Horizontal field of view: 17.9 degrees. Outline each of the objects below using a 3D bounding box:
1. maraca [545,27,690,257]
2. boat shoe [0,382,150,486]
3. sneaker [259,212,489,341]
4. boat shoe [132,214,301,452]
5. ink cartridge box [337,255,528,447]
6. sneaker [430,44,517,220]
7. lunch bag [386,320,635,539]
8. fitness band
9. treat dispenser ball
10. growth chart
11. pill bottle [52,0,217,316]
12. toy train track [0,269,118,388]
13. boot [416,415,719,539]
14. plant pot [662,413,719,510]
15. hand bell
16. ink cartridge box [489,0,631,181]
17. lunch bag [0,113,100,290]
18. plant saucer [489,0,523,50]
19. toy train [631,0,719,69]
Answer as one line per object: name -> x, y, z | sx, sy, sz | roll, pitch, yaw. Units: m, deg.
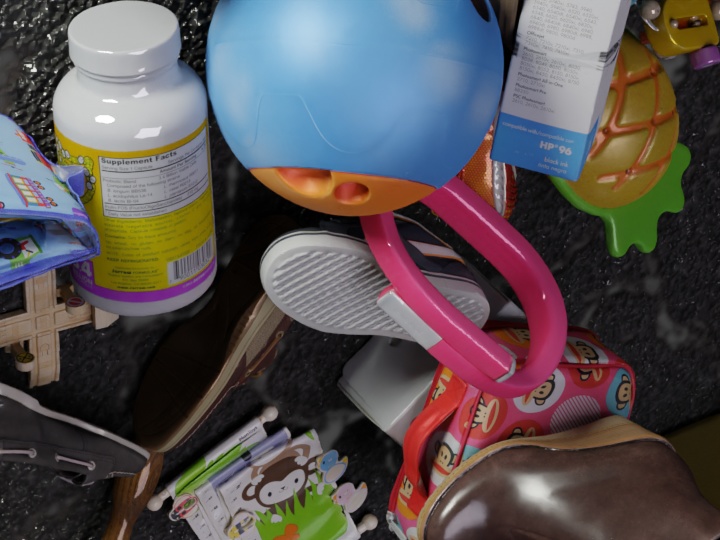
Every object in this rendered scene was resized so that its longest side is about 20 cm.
maraca -> 0.193, -0.101, 1.743 | 0.137, 0.107, 0.200 | -50, 127, -21
boat shoe -> -0.227, 0.125, 1.627 | 0.200, 0.067, 0.057 | 32, 75, -53
sneaker -> 0.000, 0.000, 1.664 | 0.200, 0.080, 0.079 | 17, 122, -39
boat shoe -> -0.090, 0.056, 1.692 | 0.072, 0.072, 0.200 | 33, 90, -45
ink cartridge box -> 0.098, 0.103, 1.838 | 0.145, 0.085, 0.200 | -47, 132, 1
sneaker -> 0.077, -0.127, 1.681 | 0.077, 0.073, 0.201 | 5, 108, 11
lunch bag -> 0.106, 0.138, 1.754 | 0.176, 0.082, 0.201 | 4, 116, -34
fitness band -> 0.074, 0.003, 1.638 | 0.200, 0.144, 0.037 | 42, 129, -20
treat dispenser ball -> -0.004, -0.137, 1.529 | 0.200, 0.201, 0.202 | -17, 128, -24
growth chart -> -0.072, 0.189, 1.827 | 0.145, 0.018, 0.200 | -41, 134, -5
pill bottle -> -0.152, -0.076, 1.536 | 0.104, 0.104, 0.201 | -18, 127, -24
toy train track -> -0.259, 0.052, 1.598 | 0.199, 0.033, 0.115 | -15, 127, -24
boot -> 0.156, 0.185, 1.655 | 0.199, 0.166, 0.073 | -24, 126, -13
plant pot -> 0.378, 0.234, 2.052 | 0.200, 0.194, 0.196 | -28, 132, -23
hand bell -> -0.186, 0.210, 1.731 | 0.104, 0.104, 0.201 | 15, 99, -39
ink cartridge box -> 0.150, -0.179, 1.575 | 0.068, 0.116, 0.201 | 15, 120, 7
lunch bag -> -0.268, -0.051, 1.442 | 0.199, 0.151, 0.094 | -9, 124, -29
plant saucer -> 0.121, -0.253, 1.579 | 0.029, 0.200, 0.201 | 16, 117, 7
toy train -> 0.216, -0.229, 1.704 | 0.200, 0.056, 0.151 | 21, 62, -38
